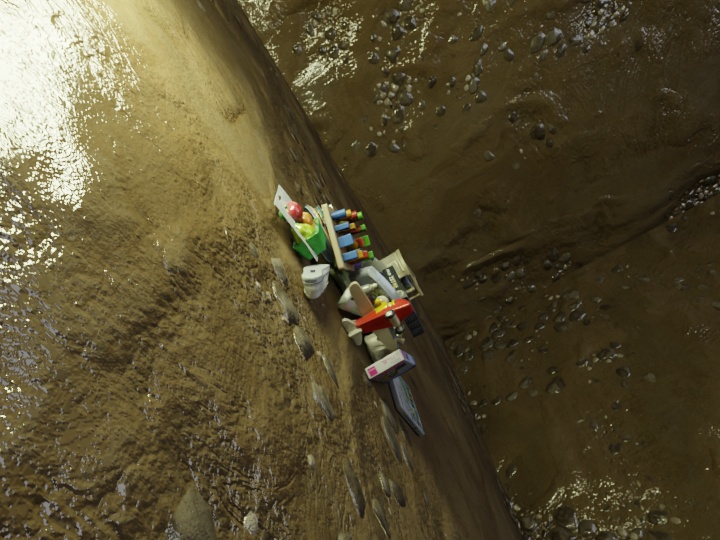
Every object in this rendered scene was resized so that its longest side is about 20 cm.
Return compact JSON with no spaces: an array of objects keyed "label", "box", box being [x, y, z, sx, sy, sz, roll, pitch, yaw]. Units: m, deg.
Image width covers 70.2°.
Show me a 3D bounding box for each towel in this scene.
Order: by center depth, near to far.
[{"label":"towel","box":[-0.061,0.017,1.759,0.149,0.036,0.200,58,8,-23]}]

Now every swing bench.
[{"label":"swing bench","box":[0.131,0.053,2.188,0.201,0.197,0.130,53,12,-37]}]

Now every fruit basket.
[{"label":"fruit basket","box":[-0.181,-0.133,1.443,0.200,0.093,0.186,48,13,-22]}]

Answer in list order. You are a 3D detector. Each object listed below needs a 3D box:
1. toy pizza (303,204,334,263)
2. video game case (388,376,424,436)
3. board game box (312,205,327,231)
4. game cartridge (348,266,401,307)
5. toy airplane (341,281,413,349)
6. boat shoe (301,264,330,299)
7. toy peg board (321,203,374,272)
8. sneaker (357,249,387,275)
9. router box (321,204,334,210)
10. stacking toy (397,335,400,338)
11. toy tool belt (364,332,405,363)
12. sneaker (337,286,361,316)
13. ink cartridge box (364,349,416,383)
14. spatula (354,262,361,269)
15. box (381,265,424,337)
[{"label":"toy pizza","box":[-0.123,-0.119,1.625,0.201,0.031,0.201,59,-13,22]},{"label":"video game case","box":[0.142,0.424,1.703,0.183,0.022,0.201,55,11,-36]},{"label":"board game box","box":[-0.111,-0.128,1.742,0.200,0.028,0.137,-125,-166,-60]},{"label":"game cartridge","box":[0.059,0.075,1.597,0.201,0.132,0.041,51,56,-17]},{"label":"toy airplane","box":[0.044,0.134,1.510,0.142,0.197,0.202,-69,176,-50]},{"label":"boat shoe","box":[-0.117,0.030,1.364,0.200,0.070,0.071,-92,179,-78]},{"label":"toy peg board","box":[-0.031,-0.107,1.600,0.199,0.097,0.203,20,53,-81]},{"label":"sneaker","box":[0.038,-0.021,1.826,0.199,0.081,0.115,39,10,10]},{"label":"router box","box":[-0.088,-0.143,1.913,0.159,0.052,0.200,63,-4,9]},{"label":"stacking toy","box":[0.060,0.170,1.797,0.200,0.085,0.085,44,9,3]},{"label":"toy tool belt","box":[0.090,0.226,1.671,0.200,0.122,0.126,-63,130,-79]},{"label":"sneaker","box":[-0.012,0.102,1.589,0.080,0.071,0.200,31,2,17]},{"label":"ink cartridge box","box":[0.098,0.293,1.543,0.042,0.118,0.200,62,9,21]},{"label":"spatula","box":[0.000,0.000,1.693,0.021,0.057,0.200,42,-1,-29]},{"label":"box","box":[0.143,0.105,1.724,0.162,0.049,0.201,-107,171,-49]}]
